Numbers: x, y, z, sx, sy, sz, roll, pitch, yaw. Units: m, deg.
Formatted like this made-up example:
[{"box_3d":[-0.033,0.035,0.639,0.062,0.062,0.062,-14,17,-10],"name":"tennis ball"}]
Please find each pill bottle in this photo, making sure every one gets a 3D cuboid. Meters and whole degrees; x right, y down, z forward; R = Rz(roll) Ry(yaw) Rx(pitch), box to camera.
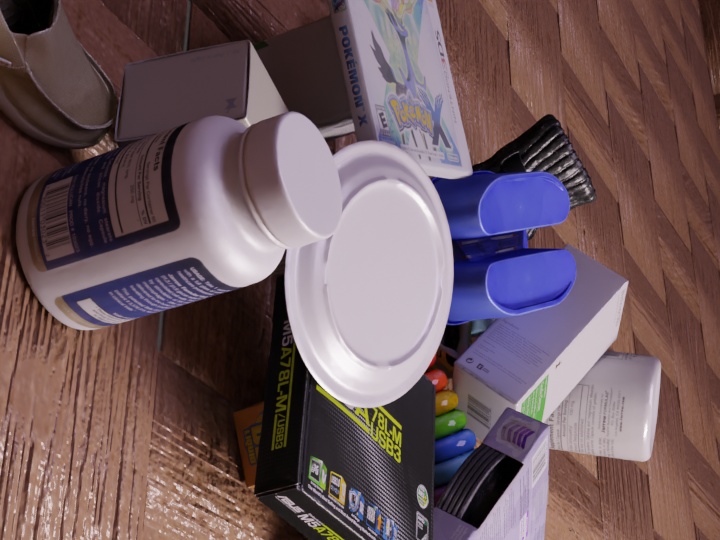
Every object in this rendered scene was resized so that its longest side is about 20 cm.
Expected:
[{"box_3d":[0.226,0.140,1.461,0.114,0.197,0.116,6,90,-73],"name":"pill bottle"},{"box_3d":[-0.116,-0.036,0.867,0.111,0.198,0.112,41,42,-50],"name":"pill bottle"}]

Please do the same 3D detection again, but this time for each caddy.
[{"box_3d":[0.120,-0.025,1.268,0.199,0.104,0.143,-9,93,-50],"name":"caddy"}]

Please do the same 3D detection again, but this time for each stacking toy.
[{"box_3d":[0.074,0.150,1.314,0.085,0.085,0.202,-7,77,-65],"name":"stacking toy"}]

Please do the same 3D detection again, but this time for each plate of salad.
[{"box_3d":[0.004,0.003,1.014,0.199,0.048,0.203,-2,93,-50],"name":"plate of salad"}]

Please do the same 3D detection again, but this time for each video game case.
[{"box_3d":[0.034,-0.173,1.121,0.199,0.022,0.185,0,77,-64],"name":"video game case"}]

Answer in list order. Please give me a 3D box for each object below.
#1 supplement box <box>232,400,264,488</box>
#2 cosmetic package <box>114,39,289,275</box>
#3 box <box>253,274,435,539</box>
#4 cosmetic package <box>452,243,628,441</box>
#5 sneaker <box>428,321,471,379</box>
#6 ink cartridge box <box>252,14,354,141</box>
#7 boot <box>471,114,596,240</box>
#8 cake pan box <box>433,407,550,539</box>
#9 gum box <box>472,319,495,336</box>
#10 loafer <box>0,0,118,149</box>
[{"box_3d":[-0.026,0.141,1.115,0.199,0.068,0.067,15,60,-63],"name":"supplement box"},{"box_3d":[-0.096,-0.075,1.000,0.201,0.102,0.074,63,23,-55],"name":"cosmetic package"},{"box_3d":[-0.005,0.129,1.039,0.200,0.047,0.195,47,38,-42],"name":"box"},{"box_3d":[0.183,0.081,1.366,0.200,0.084,0.108,-43,151,-27],"name":"cosmetic package"},{"box_3d":[0.081,0.010,1.372,0.075,0.076,0.203,-13,84,-20],"name":"sneaker"},{"box_3d":[-0.031,-0.165,1.180,0.200,0.143,0.085,-20,94,-64],"name":"ink cartridge box"},{"box_3d":[0.182,-0.048,1.410,0.212,0.157,0.080,60,2,-39],"name":"boot"},{"box_3d":[0.107,0.249,1.191,0.185,0.052,0.202,-50,149,-35],"name":"cake pan box"},{"box_3d":[0.116,-0.010,1.519,0.199,0.044,0.172,1,75,-63],"name":"gum box"},{"box_3d":[-0.219,-0.152,0.872,0.200,0.068,0.076,45,38,-47],"name":"loafer"}]
